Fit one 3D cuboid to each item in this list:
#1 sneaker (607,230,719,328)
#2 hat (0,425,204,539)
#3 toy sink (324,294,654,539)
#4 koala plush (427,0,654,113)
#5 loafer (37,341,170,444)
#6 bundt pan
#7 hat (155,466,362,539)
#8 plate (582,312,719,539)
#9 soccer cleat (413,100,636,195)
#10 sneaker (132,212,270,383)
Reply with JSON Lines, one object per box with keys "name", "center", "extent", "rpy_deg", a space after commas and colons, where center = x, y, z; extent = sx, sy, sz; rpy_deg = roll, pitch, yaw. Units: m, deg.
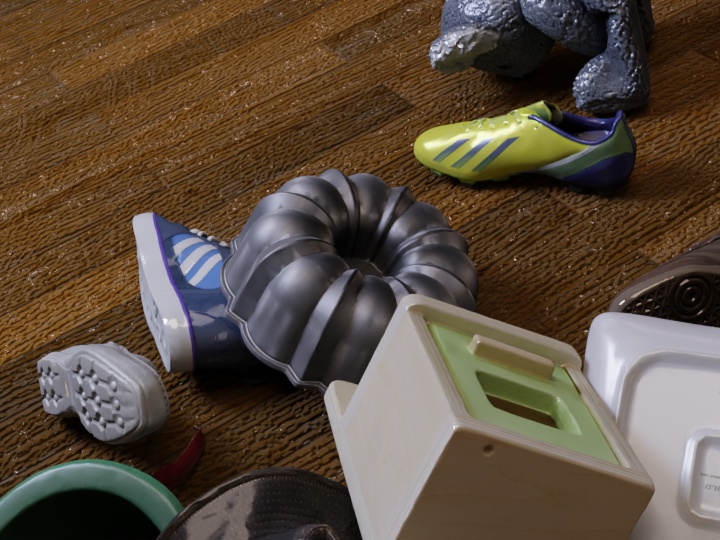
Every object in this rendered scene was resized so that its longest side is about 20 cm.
{"name": "sneaker", "center": [0.266, 0.010, 0.929], "extent": [0.199, 0.071, 0.076], "rpy_deg": [-15, 22, -12]}
{"name": "hat", "center": [-0.148, 0.213, 0.811], "extent": [0.166, 0.176, 0.200], "rpy_deg": [42, 84, 19]}
{"name": "toy sink", "center": [0.069, 0.096, 0.756], "extent": [0.130, 0.112, 0.200], "rpy_deg": [20, 20, -18]}
{"name": "koala plush", "center": [0.164, -0.251, 1.191], "extent": [0.199, 0.184, 0.178], "rpy_deg": [-9, 37, 23]}
{"name": "loafer", "center": [-0.175, 0.081, 0.895], "extent": [0.069, 0.070, 0.200], "rpy_deg": [-11, 8, -29]}
{"name": "bundt pan", "center": [0.000, 0.000, 0.921], "extent": [0.201, 0.076, 0.203], "rpy_deg": [13, 43, -12]}
{"name": "hat", "center": [-0.032, 0.195, 0.681], "extent": [0.199, 0.081, 0.202], "rpy_deg": [8, 60, -15]}
{"name": "plate", "center": [0.219, 0.126, 0.733], "extent": [0.198, 0.032, 0.201], "rpy_deg": [7, 72, 18]}
{"name": "soccer cleat", "center": [0.141, -0.117, 1.085], "extent": [0.199, 0.084, 0.065], "rpy_deg": [7, 43, 22]}
{"name": "sneaker", "center": [-0.101, 0.009, 1.010], "extent": [0.146, 0.081, 0.200], "rpy_deg": [-10, 32, -15]}
